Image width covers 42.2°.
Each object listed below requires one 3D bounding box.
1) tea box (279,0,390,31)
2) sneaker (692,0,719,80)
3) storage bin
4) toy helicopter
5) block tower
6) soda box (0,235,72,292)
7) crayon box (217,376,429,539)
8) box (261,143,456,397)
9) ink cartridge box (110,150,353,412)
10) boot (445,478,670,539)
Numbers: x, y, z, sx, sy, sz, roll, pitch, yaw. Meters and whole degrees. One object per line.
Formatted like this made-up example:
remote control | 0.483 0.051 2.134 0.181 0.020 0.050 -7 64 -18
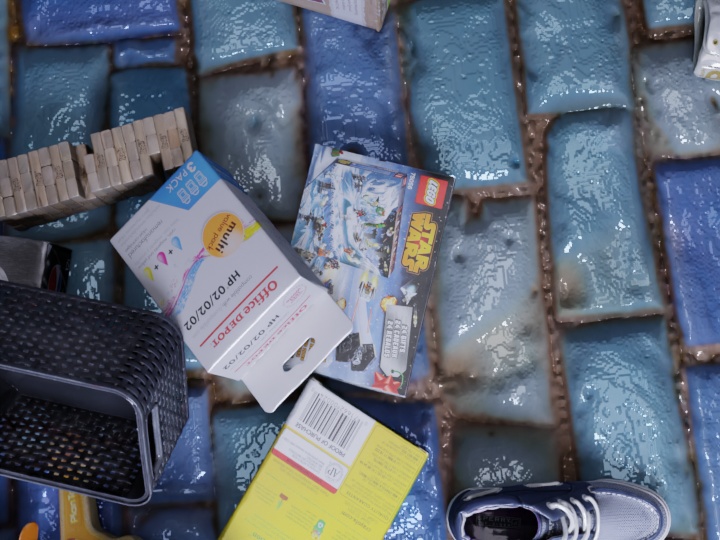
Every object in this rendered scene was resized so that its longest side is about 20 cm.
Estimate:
tea box | -0.015 -0.353 0.819 0.131 0.200 0.201 17 84 4
sneaker | 0.361 -0.169 0.849 0.113 0.074 0.205 -8 72 3
storage bin | -0.252 0.100 0.780 0.195 0.137 0.095 10 38 7
toy helicopter | -0.253 0.242 0.820 0.129 0.079 0.204 -15 71 9
block tower | -0.247 -0.091 0.864 0.196 0.054 0.059 -15 81 1
soda box | -0.372 -0.001 0.851 0.195 0.063 0.073 7 82 3
crayon box | -0.041 0.214 0.815 0.125 0.051 0.202 31 84 6
box | 0.000 0.000 0.849 0.134 0.040 0.204 14 83 5
ink cartridge box | -0.112 0.010 0.809 0.115 0.068 0.200 -44 69 5
boot | 0.172 0.216 0.787 0.195 0.090 0.075 -3 82 2
